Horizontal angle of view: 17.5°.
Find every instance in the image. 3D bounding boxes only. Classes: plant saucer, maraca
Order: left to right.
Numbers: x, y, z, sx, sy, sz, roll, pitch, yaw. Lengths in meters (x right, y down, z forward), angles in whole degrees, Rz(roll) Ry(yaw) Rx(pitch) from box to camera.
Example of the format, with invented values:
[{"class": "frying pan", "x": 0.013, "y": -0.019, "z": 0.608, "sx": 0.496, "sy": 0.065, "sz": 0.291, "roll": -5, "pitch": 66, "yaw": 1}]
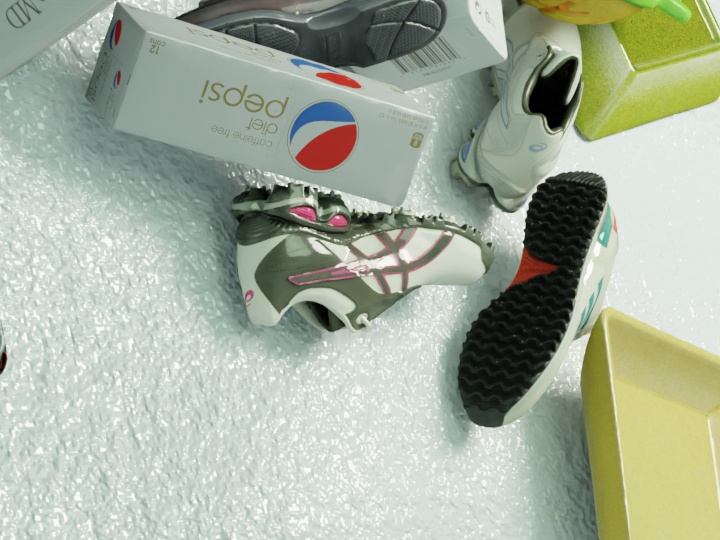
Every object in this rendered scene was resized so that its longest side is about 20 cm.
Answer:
[{"class": "maraca", "x": 0.164, "y": -0.227, "z": 1.656, "sx": 0.200, "sy": 0.107, "sz": 0.137, "roll": 14, "pitch": 31, "yaw": -54}, {"class": "plant saucer", "x": 0.203, "y": -0.215, "z": 1.797, "sx": 0.199, "sy": 0.048, "sz": 0.201, "roll": -19, "pitch": 83, "yaw": -48}, {"class": "plant saucer", "x": 0.218, "y": 0.147, "z": 1.607, "sx": 0.199, "sy": 0.048, "sz": 0.201, "roll": 22, "pitch": 55, "yaw": -44}]

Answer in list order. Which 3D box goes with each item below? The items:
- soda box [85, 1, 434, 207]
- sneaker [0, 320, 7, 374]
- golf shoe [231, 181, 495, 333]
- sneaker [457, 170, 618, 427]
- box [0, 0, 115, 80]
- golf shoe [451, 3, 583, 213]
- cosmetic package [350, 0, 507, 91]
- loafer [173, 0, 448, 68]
[{"class": "soda box", "x": -0.060, "y": -0.099, "z": 1.413, "sx": 0.199, "sy": 0.064, "sz": 0.068, "roll": 14, "pitch": 15, "yaw": -26}, {"class": "sneaker", "x": -0.266, "y": 0.022, "z": 1.164, "sx": 0.199, "sy": 0.095, "sz": 0.080, "roll": 14, "pitch": 59, "yaw": -40}, {"class": "golf shoe", "x": 0.000, "y": 0.000, "z": 1.475, "sx": 0.199, "sy": 0.077, "sz": 0.089, "roll": 8, "pitch": 81, "yaw": -38}, {"class": "sneaker", "x": 0.131, "y": 0.034, "z": 1.575, "sx": 0.094, "sy": 0.070, "sz": 0.201, "roll": 58, "pitch": 47, "yaw": -46}, {"class": "box", "x": -0.163, "y": -0.241, "z": 1.324, "sx": 0.172, "sy": 0.199, "sz": 0.200, "roll": 54, "pitch": 48, "yaw": -9}, {"class": "golf shoe", "x": 0.134, "y": -0.132, "z": 1.643, "sx": 0.078, "sy": 0.097, "sz": 0.201, "roll": 31, "pitch": 47, "yaw": -16}, {"class": "cosmetic package", "x": 0.035, "y": -0.230, "z": 1.586, "sx": 0.074, "sy": 0.101, "sz": 0.201, "roll": 41, "pitch": 41, "yaw": -56}, {"class": "loafer", "x": -0.045, "y": -0.158, "z": 1.480, "sx": 0.199, "sy": 0.072, "sz": 0.063, "roll": -13, "pitch": 48, "yaw": -19}]
